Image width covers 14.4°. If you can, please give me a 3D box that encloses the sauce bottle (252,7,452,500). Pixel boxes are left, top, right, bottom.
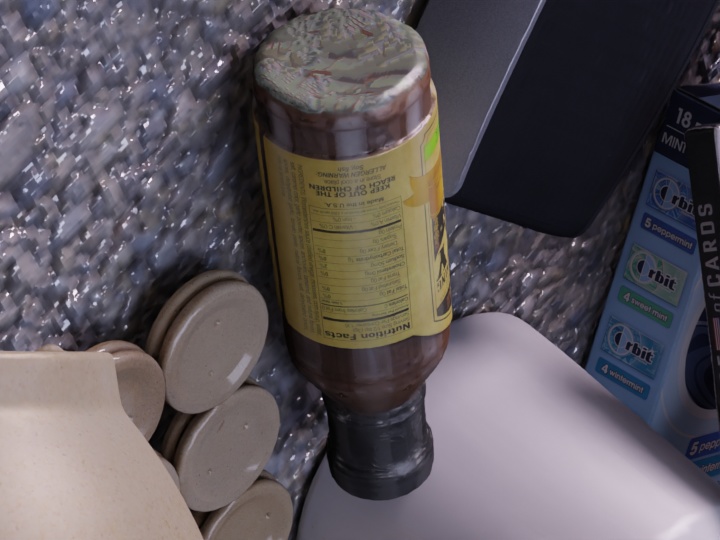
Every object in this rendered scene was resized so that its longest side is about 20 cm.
[{"bbox_3d":[0.000,0.000,1.019,0.065,0.065,0.200,-37,142,-29],"label":"sauce bottle"}]

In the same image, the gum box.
[{"bbox_3d":[0.174,0.011,1.265,0.170,0.045,0.200,-10,122,-48],"label":"gum box"}]

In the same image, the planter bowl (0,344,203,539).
[{"bbox_3d":[-0.130,0.088,0.826,0.200,0.200,0.135,2,88,-53],"label":"planter bowl"}]

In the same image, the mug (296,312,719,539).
[{"bbox_3d":[0.084,0.127,1.143,0.149,0.153,0.187,-46,145,-20],"label":"mug"}]

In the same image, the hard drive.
[{"bbox_3d":[0.086,-0.108,1.061,0.135,0.042,0.200,15,103,-55],"label":"hard drive"}]

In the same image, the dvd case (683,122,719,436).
[{"bbox_3d":[0.220,0.009,1.124,0.200,0.025,0.150,-7,90,-32],"label":"dvd case"}]

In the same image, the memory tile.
[{"bbox_3d":[-0.085,0.103,1.018,0.153,0.017,0.200,-35,139,-31],"label":"memory tile"}]
